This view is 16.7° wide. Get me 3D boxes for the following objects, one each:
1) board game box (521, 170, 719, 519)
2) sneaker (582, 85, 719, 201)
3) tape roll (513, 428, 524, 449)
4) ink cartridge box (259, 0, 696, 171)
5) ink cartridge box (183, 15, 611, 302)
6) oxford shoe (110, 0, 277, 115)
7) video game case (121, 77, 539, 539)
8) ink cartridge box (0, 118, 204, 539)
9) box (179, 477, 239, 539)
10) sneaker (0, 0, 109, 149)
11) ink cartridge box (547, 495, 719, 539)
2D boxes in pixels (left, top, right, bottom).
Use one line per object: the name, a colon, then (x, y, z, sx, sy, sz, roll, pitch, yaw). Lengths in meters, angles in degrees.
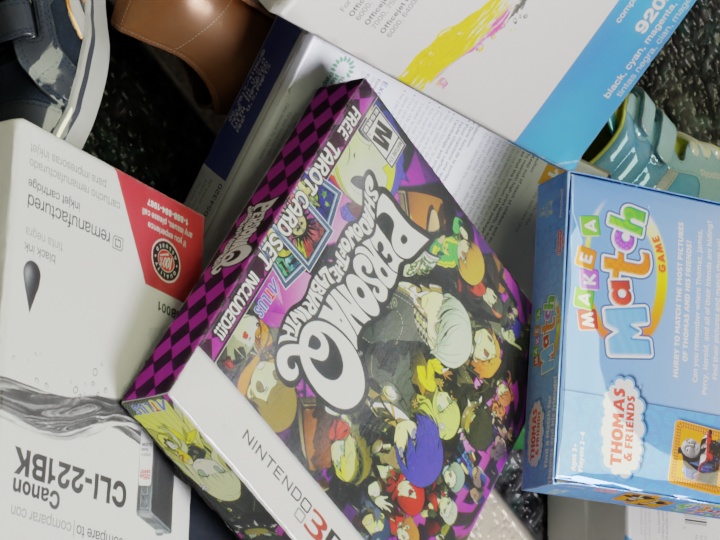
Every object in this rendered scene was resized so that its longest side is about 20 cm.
board game box: (0.176, 0.044, 1.194, 0.199, 0.037, 0.152, 11, 74, -24)
sneaker: (0.172, -0.060, 1.322, 0.200, 0.079, 0.131, -37, 106, -38)
tape roll: (0.090, -0.005, 1.325, 0.200, 0.048, 0.201, 8, 77, -38)
ink cartridge box: (0.038, -0.169, 1.127, 0.200, 0.147, 0.145, 24, 108, -42)
ink cartridge box: (0.000, 0.000, 1.202, 0.200, 0.043, 0.197, 23, 98, -36)
oxford shoe: (-0.043, -0.100, 1.199, 0.200, 0.071, 0.071, 31, 96, -38)
video game case: (-0.001, 0.046, 1.104, 0.181, 0.036, 0.200, 53, 49, -27)
ink cartridge box: (-0.140, 0.056, 1.031, 0.144, 0.083, 0.201, 29, 60, -56)
box: (-0.059, 0.187, 1.131, 0.148, 0.107, 0.201, 19, 71, -35)
sneaker: (-0.160, -0.129, 1.130, 0.079, 0.078, 0.201, 29, 54, -37)
ink cartridge box: (0.198, 0.162, 1.367, 0.200, 0.068, 0.116, 12, 74, -36)
